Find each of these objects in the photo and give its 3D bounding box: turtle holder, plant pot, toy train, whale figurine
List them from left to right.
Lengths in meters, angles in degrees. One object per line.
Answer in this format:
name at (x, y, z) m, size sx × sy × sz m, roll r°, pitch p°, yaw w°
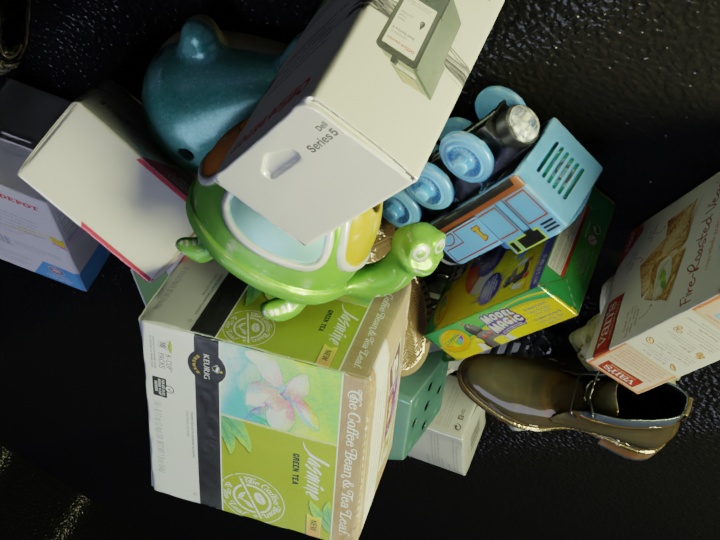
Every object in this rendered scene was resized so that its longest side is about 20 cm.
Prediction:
whale figurine at (-0.099, -0.138, 0.842) m, size 0.199 × 0.104 × 0.159 m, roll -1°, pitch 140°, yaw 39°
turtle holder at (-0.039, -0.043, 0.776) m, size 0.186 × 0.141 × 0.132 m, roll 46°, pitch 126°, yaw 16°
plant pot at (-0.015, 0.101, 1.065) m, size 0.199 × 0.141 × 0.142 m, roll 23°, pitch 132°, yaw 20°
toy train at (0.093, -0.062, 0.808) m, size 0.114 × 0.087 × 0.200 m, roll 45°, pitch 148°, yaw -8°

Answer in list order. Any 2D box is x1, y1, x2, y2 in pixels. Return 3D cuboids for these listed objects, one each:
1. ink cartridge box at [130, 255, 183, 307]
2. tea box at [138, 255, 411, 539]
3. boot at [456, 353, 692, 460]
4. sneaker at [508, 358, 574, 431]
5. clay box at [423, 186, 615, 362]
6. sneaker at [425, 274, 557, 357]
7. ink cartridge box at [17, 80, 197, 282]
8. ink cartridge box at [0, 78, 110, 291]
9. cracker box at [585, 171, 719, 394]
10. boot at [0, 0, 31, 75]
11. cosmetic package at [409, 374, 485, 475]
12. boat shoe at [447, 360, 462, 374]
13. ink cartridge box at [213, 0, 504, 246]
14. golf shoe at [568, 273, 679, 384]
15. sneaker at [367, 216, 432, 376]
ink cartridge box at (-0.129, 0.015, 0.988) m, size 0.200 × 0.048 × 0.146 m, roll -33°, pitch 76°, yaw 37°
tea box at (-0.070, 0.102, 0.870) m, size 0.195 × 0.134 × 0.201 m, roll 12°, pitch 127°, yaw 11°
boot at (0.188, 0.102, 0.884) m, size 0.199 × 0.075 × 0.097 m, roll 17°, pitch 153°, yaw -2°
sneaker at (0.208, 0.140, 1.036) m, size 0.088 × 0.076 × 0.200 m, roll 19°, pitch 172°, yaw 2°
clay box at (0.126, 0.006, 0.878) m, size 0.047 × 0.115 × 0.200 m, roll 35°, pitch 150°, yaw -16°
sneaker at (0.101, 0.043, 1.016) m, size 0.198 × 0.091 × 0.067 m, roll 4°, pitch 136°, yaw -10°
ink cartridge box at (-0.209, -0.088, 0.917) m, size 0.146 × 0.083 × 0.200 m, roll 41°, pitch -172°, yaw -14°
ink cartridge box at (-0.340, -0.096, 1.089) m, size 0.128 × 0.126 × 0.200 m, roll 21°, pitch 150°, yaw 11°
cracker box at (0.255, -0.002, 0.735) m, size 0.057 × 0.134 × 0.200 m, roll 30°, pitch 151°, yaw -7°
boot at (-0.356, -0.180, 0.917) m, size 0.069 × 0.202 × 0.173 m, roll 8°, pitch 175°, yaw -41°
cosmetic package at (0.049, 0.168, 1.249) m, size 0.199 × 0.081 × 0.113 m, roll 19°, pitch 150°, yaw 17°
boat shoe at (0.070, 0.098, 1.127) m, size 0.199 × 0.066 × 0.072 m, roll -8°, pitch 136°, yaw 47°
ink cartridge box at (0.005, -0.131, 0.663) m, size 0.084 × 0.201 × 0.145 m, roll 36°, pitch 151°, yaw -17°
golf shoe at (0.232, 0.069, 0.941) m, size 0.097 × 0.079 × 0.200 m, roll 14°, pitch 149°, yaw 34°
sneaker at (0.000, 0.000, 0.951) m, size 0.112 × 0.071 × 0.201 m, roll -1°, pitch 107°, yaw 65°
